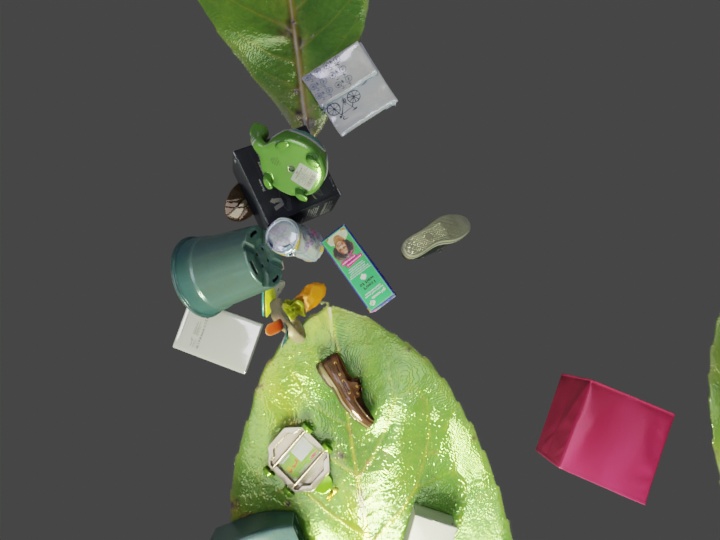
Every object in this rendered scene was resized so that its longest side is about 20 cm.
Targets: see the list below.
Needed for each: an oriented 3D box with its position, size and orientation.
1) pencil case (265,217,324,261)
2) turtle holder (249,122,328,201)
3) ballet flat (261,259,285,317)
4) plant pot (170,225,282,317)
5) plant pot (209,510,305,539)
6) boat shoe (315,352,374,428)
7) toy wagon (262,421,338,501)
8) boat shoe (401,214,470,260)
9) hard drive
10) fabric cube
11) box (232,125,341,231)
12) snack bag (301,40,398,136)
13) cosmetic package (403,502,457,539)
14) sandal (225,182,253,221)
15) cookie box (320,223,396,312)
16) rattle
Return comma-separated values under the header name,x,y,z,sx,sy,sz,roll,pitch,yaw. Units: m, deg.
name,x,y,z,sx,sy,sz,roll,pitch,yaw
pencil case,-0.151,-0.070,1.296,0.083,0.200,0.091,-42,79,8
turtle holder,-0.161,-0.252,1.218,0.183,0.132,0.142,7,127,7
ballet flat,-0.224,0.015,1.362,0.066,0.067,0.203,-5,84,-11
plant pot,-0.302,-0.008,1.268,0.194,0.200,0.203,-15,84,24
plant pot,-0.220,0.668,1.245,0.198,0.196,0.198,-24,84,-9
boat shoe,-0.027,0.292,1.320,0.067,0.072,0.201,-38,82,1
toy wagon,-0.136,0.480,1.326,0.200,0.040,0.155,42,88,5
boat shoe,0.185,-0.082,1.350,0.198,0.062,0.075,-27,79,-15
hard drive,-0.361,0.165,1.372,0.198,0.027,0.133,19,86,5
fabric cube,0.541,0.368,1.222,0.194,0.200,0.201,21,84,5
box,-0.185,-0.217,1.327,0.198,0.117,0.198,-24,83,-18
snack bag,-0.028,-0.473,1.415,0.187,0.021,0.201,-31,84,-1
cosmetic package,0.148,0.674,1.271,0.106,0.085,0.202,18,85,4
sandal,-0.289,-0.213,1.392,0.079,0.054,0.202,16,71,-8
cookie box,0.000,0.000,1.296,0.075,0.171,0.201,-37,84,2
rattle,-0.144,0.101,1.279,0.141,0.200,0.132,-20,84,1
